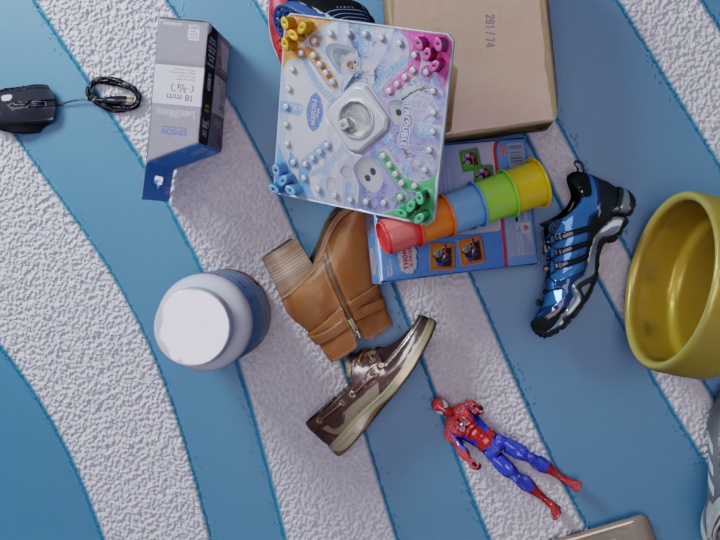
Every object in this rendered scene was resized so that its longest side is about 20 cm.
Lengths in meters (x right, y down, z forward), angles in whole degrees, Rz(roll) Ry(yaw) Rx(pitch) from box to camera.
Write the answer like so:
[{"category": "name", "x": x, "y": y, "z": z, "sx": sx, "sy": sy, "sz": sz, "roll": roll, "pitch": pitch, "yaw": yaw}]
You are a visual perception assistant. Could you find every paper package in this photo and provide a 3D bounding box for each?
[{"category": "paper package", "x": 0.125, "y": -0.252, "z": 1.251, "sx": 0.189, "sy": 0.103, "sz": 0.202, "roll": -7, "pitch": 92, "yaw": 6}]

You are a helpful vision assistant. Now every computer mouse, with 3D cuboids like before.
[{"category": "computer mouse", "x": -0.366, "y": -0.204, "z": 1.328, "sx": 0.198, "sy": 0.034, "sz": 0.059, "roll": -8, "pitch": 90, "yaw": 5}]

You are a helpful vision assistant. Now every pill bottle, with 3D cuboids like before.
[{"category": "pill bottle", "x": -0.169, "y": 0.056, "z": 1.237, "sx": 0.108, "sy": 0.200, "sz": 0.110, "roll": 0, "pitch": 92, "yaw": 4}]

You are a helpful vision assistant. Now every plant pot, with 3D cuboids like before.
[{"category": "plant pot", "x": 0.421, "y": 0.028, "z": 1.201, "sx": 0.188, "sy": 0.201, "sz": 0.202, "roll": 11, "pitch": 93, "yaw": -11}]

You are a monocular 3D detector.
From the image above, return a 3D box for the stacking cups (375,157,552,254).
[{"category": "stacking cups", "x": 0.115, "y": -0.064, "z": 1.215, "sx": 0.199, "sy": 0.060, "sz": 0.061, "roll": -23, "pitch": 90, "yaw": -14}]

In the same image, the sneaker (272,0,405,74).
[{"category": "sneaker", "x": -0.001, "y": -0.255, "z": 1.206, "sx": 0.200, "sy": 0.070, "sz": 0.078, "roll": 36, "pitch": 52, "yaw": 17}]

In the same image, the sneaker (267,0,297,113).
[{"category": "sneaker", "x": -0.062, "y": -0.241, "z": 1.260, "sx": 0.078, "sy": 0.116, "sz": 0.201, "roll": -21, "pitch": 90, "yaw": 5}]

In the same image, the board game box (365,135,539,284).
[{"category": "board game box", "x": 0.103, "y": -0.071, "z": 1.258, "sx": 0.199, "sy": 0.037, "sz": 0.152, "roll": -7, "pitch": 92, "yaw": -18}]

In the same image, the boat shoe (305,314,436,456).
[{"category": "boat shoe", "x": 0.010, "y": 0.124, "z": 1.292, "sx": 0.072, "sy": 0.072, "sz": 0.200, "roll": 39, "pitch": 101, "yaw": 1}]

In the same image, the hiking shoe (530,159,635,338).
[{"category": "hiking shoe", "x": 0.237, "y": -0.020, "z": 1.265, "sx": 0.086, "sy": 0.074, "sz": 0.201, "roll": 29, "pitch": 83, "yaw": -4}]

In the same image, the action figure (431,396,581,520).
[{"category": "action figure", "x": 0.164, "y": 0.213, "z": 1.270, "sx": 0.200, "sy": 0.099, "sz": 0.065, "roll": 36, "pitch": 93, "yaw": 5}]

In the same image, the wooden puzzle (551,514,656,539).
[{"category": "wooden puzzle", "x": 0.275, "y": 0.406, "z": 1.290, "sx": 0.199, "sy": 0.046, "sz": 0.186, "roll": -19, "pitch": 90, "yaw": 5}]

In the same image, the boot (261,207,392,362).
[{"category": "boot", "x": 0.000, "y": 0.000, "z": 1.294, "sx": 0.199, "sy": 0.074, "sz": 0.155, "roll": -33, "pitch": 98, "yaw": 0}]

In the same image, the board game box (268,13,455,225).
[{"category": "board game box", "x": -0.005, "y": -0.161, "z": 1.160, "sx": 0.199, "sy": 0.026, "sz": 0.201, "roll": 13, "pitch": 108, "yaw": 24}]

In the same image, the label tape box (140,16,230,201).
[{"category": "label tape box", "x": -0.199, "y": -0.178, "z": 1.260, "sx": 0.063, "sy": 0.144, "sz": 0.202, "roll": 6, "pitch": 93, "yaw": 2}]

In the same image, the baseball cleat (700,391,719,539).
[{"category": "baseball cleat", "x": 0.431, "y": 0.232, "z": 1.241, "sx": 0.069, "sy": 0.106, "sz": 0.202, "roll": 3, "pitch": 90, "yaw": 10}]
